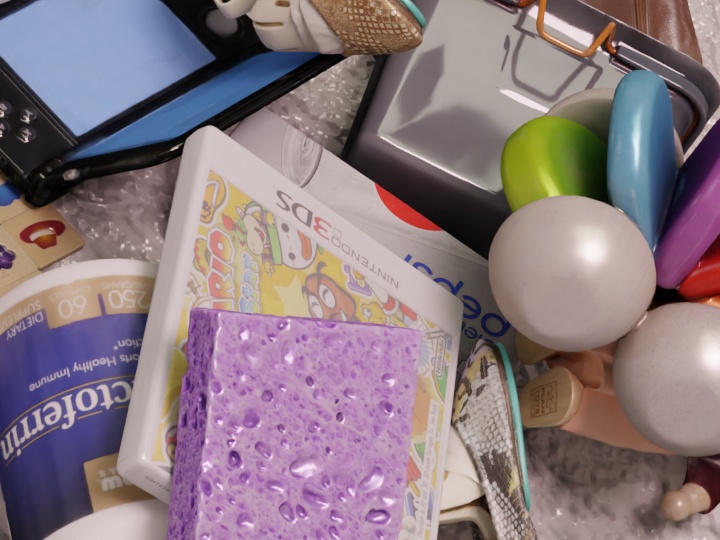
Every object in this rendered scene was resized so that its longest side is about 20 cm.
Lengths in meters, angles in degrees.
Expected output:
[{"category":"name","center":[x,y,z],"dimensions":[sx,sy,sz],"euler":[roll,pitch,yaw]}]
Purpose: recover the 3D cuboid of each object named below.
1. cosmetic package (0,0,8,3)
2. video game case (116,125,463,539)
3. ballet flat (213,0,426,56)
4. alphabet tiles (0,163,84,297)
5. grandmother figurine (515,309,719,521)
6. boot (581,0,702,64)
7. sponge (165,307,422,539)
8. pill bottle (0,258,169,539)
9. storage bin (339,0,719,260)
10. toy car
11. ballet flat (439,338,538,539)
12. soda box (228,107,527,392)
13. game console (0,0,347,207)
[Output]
[{"category":"cosmetic package","center":[-0.256,-0.186,1.360],"dimensions":[0.090,0.107,0.200],"euler":[29,41,34]},{"category":"video game case","center":[-0.027,0.053,1.219],"dimensions":[0.182,0.023,0.200],"euler":[35,46,-30]},{"category":"ballet flat","center":[-0.039,-0.150,1.352],"dimensions":[0.065,0.071,0.200],"euler":[-41,40,-7]},{"category":"alphabet tiles","center":[-0.248,-0.027,1.324],"dimensions":[0.166,0.006,0.200],"euler":[-31,71,-37]},{"category":"grandmother figurine","center":[0.174,0.076,1.364],"dimensions":[0.200,0.061,0.121],"euler":[14,73,-35]},{"category":"boot","center":[0.204,-0.185,1.593],"dimensions":[0.186,0.064,0.200],"euler":[2,51,-6]},{"category":"sponge","center":[-0.034,0.119,1.135],"dimensions":[0.112,0.030,0.200],"euler":[8,87,-34]},{"category":"pill bottle","center":[-0.113,0.105,1.212],"dimensions":[0.116,0.116,0.200],"euler":[-2,57,-24]},{"category":"storage bin","center":[0.086,-0.076,1.425],"dimensions":[0.200,0.146,0.134],"euler":[26,60,-3]},{"category":"toy car","center":[0.168,-0.020,1.276],"dimensions":[0.200,0.150,0.175],"euler":[40,34,-9]},{"category":"ballet flat","center":[0.063,0.134,1.276],"dimensions":[0.072,0.072,0.200],"euler":[-7,76,-27]},{"category":"soda box","center":[0.000,0.000,1.371],"dimensions":[0.200,0.063,0.068],"euler":[35,50,4]},{"category":"game console","center":[-0.112,-0.127,1.380],"dimensions":[0.176,0.116,0.200],"euler":[46,49,12]}]
